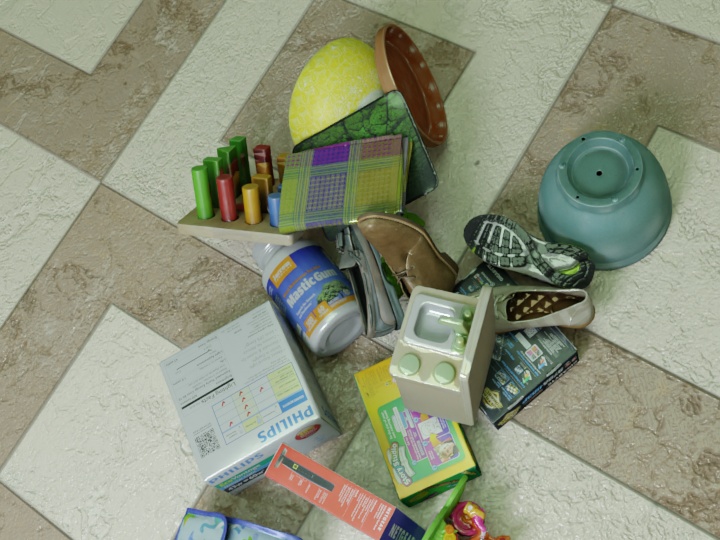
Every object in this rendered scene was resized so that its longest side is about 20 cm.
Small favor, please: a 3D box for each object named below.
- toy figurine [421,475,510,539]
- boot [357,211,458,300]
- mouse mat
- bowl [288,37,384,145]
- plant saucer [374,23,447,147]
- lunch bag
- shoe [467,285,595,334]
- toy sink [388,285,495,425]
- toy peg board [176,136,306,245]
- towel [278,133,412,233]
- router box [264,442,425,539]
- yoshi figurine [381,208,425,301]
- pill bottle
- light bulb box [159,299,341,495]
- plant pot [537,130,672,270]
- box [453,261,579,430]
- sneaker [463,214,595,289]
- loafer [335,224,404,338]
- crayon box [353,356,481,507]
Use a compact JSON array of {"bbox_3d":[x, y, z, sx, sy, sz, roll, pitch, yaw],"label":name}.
[{"bbox_3d":[0.160,0.402,1.291,0.183,0.151,0.201,32,65,13],"label":"toy figurine"},{"bbox_3d":[0.067,-0.012,1.389,0.073,0.199,0.076,-15,50,42],"label":"boot"},{"bbox_3d":[0.004,-0.154,1.465,0.198,0.008,0.163,-27,82,21],"label":"mouse mat"},{"bbox_3d":[-0.005,-0.248,1.541,0.107,0.200,0.201,31,79,34],"label":"bowl"},{"bbox_3d":[0.076,-0.285,1.542,0.032,0.200,0.203,-21,63,25],"label":"plant saucer"},{"bbox_3d":[-0.183,0.433,1.359,0.197,0.128,0.172,12,65,18],"label":"lunch bag"},{"bbox_3d":[0.228,0.048,1.387,0.197,0.053,0.071,-3,67,15],"label":"shoe"},{"bbox_3d":[0.110,0.105,1.308,0.110,0.201,0.132,12,69,14],"label":"toy sink"},{"bbox_3d":[-0.160,-0.134,1.544,0.196,0.099,0.200,6,29,20],"label":"toy peg board"},{"bbox_3d":[-0.022,-0.123,1.428,0.197,0.023,0.146,-7,59,19],"label":"towel"},{"bbox_3d":[-0.016,0.312,1.324,0.178,0.200,0.049,25,76,24],"label":"router box"},{"bbox_3d":[0.040,-0.033,1.507,0.111,0.112,0.202,-29,65,21],"label":"yoshi figurine"},{"bbox_3d":[-0.081,0.024,1.510,0.112,0.112,0.200,-40,64,-2],"label":"pill bottle"},{"bbox_3d":[-0.162,0.190,1.460,0.196,0.125,0.202,-29,64,3],"label":"light bulb box"},{"bbox_3d":[0.348,-0.118,1.425,0.197,0.134,0.203,-6,68,14],"label":"plant pot"},{"bbox_3d":[0.194,0.101,1.432,0.158,0.046,0.200,-40,63,-1],"label":"box"},{"bbox_3d":[0.241,-0.019,1.437,0.198,0.081,0.075,25,83,13],"label":"sneaker"},{"bbox_3d":[0.000,0.000,1.423,0.062,0.072,0.202,-23,83,-14],"label":"loafer"},{"bbox_3d":[0.080,0.219,1.412,0.117,0.058,0.202,-25,64,6],"label":"crayon box"}]
